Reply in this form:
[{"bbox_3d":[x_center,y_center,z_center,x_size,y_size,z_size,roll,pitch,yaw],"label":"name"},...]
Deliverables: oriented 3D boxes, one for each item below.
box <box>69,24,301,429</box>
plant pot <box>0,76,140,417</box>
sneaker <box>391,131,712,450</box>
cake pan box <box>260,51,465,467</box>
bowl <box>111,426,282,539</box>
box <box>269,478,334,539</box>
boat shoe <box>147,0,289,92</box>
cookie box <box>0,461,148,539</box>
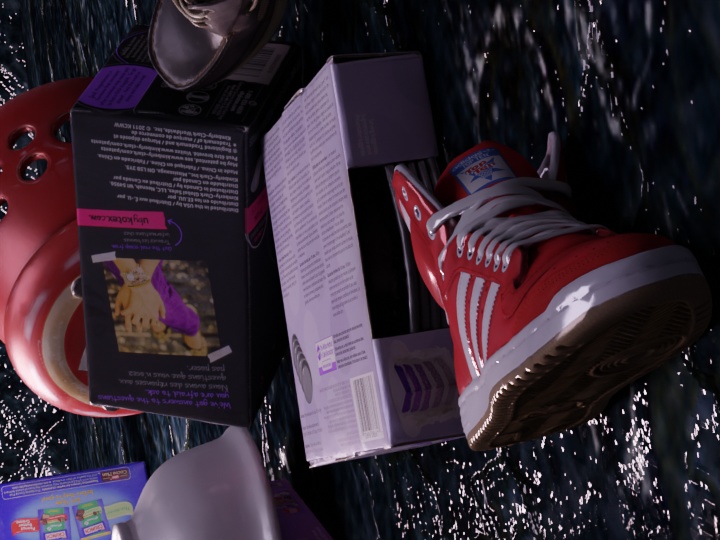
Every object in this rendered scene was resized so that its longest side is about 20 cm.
[{"bbox_3d":[-0.097,-0.026,1.204,0.122,0.106,0.201,-66,-19,-56],"label":"box"},{"bbox_3d":[-0.180,-0.009,1.457,0.183,0.200,0.201,-125,30,-46],"label":"plant pot"},{"bbox_3d":[0.061,-0.009,0.724,0.200,0.071,0.113,121,136,-72],"label":"sneaker"},{"bbox_3d":[0.000,0.000,1.021,0.200,0.052,0.185,145,115,-75],"label":"cake pan box"},{"bbox_3d":[-0.106,0.202,1.304,0.201,0.090,0.202,174,90,-76],"label":"bowl"},{"bbox_3d":[-0.037,0.227,1.305,0.200,0.039,0.137,-143,47,-71],"label":"box"},{"bbox_3d":[-0.074,-0.165,1.057,0.075,0.073,0.200,46,135,14],"label":"boat shoe"},{"bbox_3d":[-0.288,0.311,2.087,0.075,0.171,0.201,112,149,-68],"label":"cookie box"}]
